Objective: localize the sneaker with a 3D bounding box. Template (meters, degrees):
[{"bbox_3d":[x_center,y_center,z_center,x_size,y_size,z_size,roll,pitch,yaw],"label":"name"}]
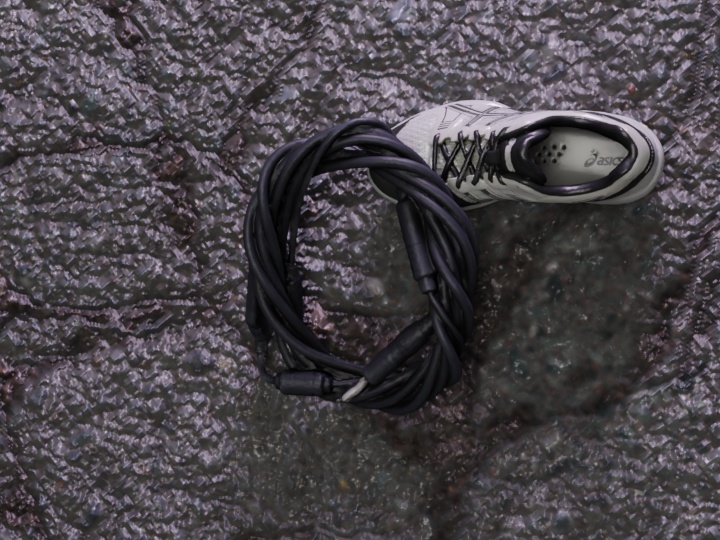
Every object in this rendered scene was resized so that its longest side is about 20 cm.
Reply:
[{"bbox_3d":[0.095,-0.079,1.013,0.198,0.088,0.076,-3,89,16],"label":"sneaker"}]

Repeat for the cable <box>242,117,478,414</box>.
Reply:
[{"bbox_3d":[0.000,0.000,1.026,0.162,0.051,0.201,15,110,21],"label":"cable"}]
